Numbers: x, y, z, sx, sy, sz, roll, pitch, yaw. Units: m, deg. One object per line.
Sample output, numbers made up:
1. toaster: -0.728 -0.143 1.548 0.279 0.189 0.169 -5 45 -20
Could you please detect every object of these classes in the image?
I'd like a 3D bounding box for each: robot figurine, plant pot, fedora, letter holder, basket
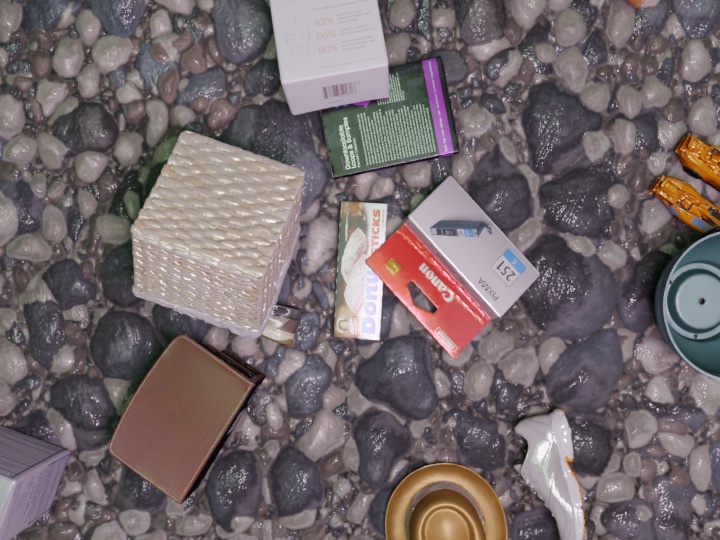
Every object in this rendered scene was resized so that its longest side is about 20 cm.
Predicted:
1. robot figurine: 0.534 -0.101 1.161 0.198 0.058 0.146 33 93 1
2. plant pot: 0.505 0.047 1.124 0.196 0.134 0.205 0 90 1
3. fedora: 0.128 0.389 1.155 0.196 0.082 0.205 0 91 1
4. letter holder: -0.254 0.205 1.153 0.141 0.101 0.202 32 90 2
5. basket: -0.190 -0.050 1.085 0.197 0.162 0.201 19 58 -1

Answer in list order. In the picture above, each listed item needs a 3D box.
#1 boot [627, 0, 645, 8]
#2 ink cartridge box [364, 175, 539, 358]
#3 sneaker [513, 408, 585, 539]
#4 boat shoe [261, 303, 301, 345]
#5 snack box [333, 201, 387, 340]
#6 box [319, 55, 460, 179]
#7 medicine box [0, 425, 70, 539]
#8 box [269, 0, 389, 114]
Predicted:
1. boot: 0.410 -0.502 1.155 0.155 0.077 0.201 40 84 -4
2. ink cartridge box: 0.135 -0.004 1.159 0.176 0.045 0.200 -44 90 -11
3. sneaker: 0.275 0.310 1.166 0.090 0.076 0.204 -9 83 8
4. boat shoe: -0.180 0.043 1.168 0.198 0.072 0.067 26 85 -5
5. snack box: 0.000 0.000 1.185 0.070 0.024 0.205 3 90 -1
6. box: 0.039 -0.226 1.179 0.196 0.036 0.146 -11 89 -1
7. medicine box: -0.538 0.287 1.105 0.179 0.200 0.105 20 88 1
8. box: -0.046 -0.347 1.125 0.149 0.106 0.204 -9 77 1
